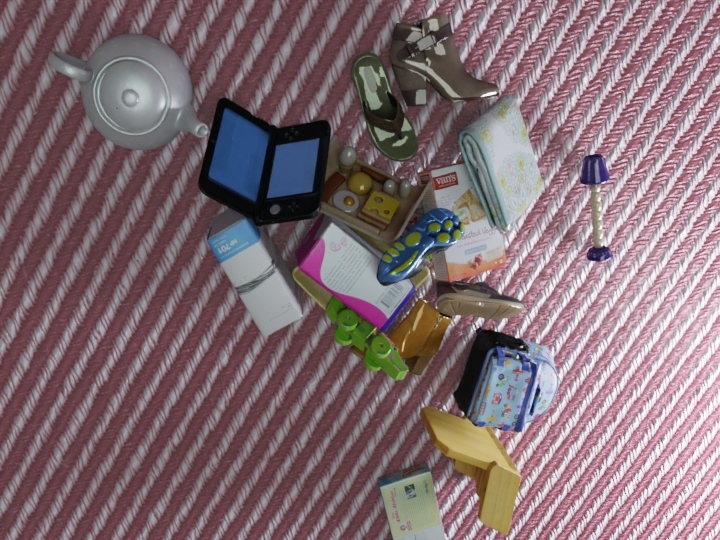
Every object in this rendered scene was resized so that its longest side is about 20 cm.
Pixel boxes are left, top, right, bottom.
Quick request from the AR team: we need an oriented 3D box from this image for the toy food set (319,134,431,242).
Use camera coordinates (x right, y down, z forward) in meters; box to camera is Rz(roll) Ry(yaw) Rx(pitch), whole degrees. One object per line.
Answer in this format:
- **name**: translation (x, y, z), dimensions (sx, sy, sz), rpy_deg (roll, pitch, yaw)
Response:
- **toy food set**: translation (0.010, -0.146, 1.255), dimensions (0.196, 0.145, 0.061), rpy_deg (25, 145, 10)

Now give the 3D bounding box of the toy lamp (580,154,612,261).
- **toy lamp**: translation (0.459, -0.122, 1.409), dimensions (0.057, 0.058, 0.205), rpy_deg (-13, 108, -5)

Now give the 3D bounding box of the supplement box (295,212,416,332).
- **supplement box**: translation (-0.011, -0.001, 1.295), dimensions (0.198, 0.104, 0.102), rpy_deg (37, 99, -19)

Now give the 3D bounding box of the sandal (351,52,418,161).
- **sandal**: translation (0.040, -0.284, 1.290), dimensions (0.078, 0.057, 0.204), rpy_deg (-28, 109, 0)

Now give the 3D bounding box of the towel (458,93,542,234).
- **towel**: translation (0.258, -0.193, 1.315), dimensions (0.171, 0.047, 0.204), rpy_deg (-42, 118, -42)

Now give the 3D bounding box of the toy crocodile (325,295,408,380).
- **toy crocodile**: translation (0.010, 0.121, 1.316), dimensions (0.199, 0.068, 0.062), rpy_deg (39, 57, 18)

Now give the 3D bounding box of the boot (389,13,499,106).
- **boot**: translation (0.148, -0.372, 1.277), dimensions (0.194, 0.070, 0.151), rpy_deg (-8, 106, -7)

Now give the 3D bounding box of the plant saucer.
- **plant saucer**: translation (0.000, 0.000, 1.376), dimensions (0.200, 0.049, 0.200), rpy_deg (-43, 108, 5)

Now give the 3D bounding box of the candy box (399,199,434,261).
- **candy box**: translation (0.135, -0.076, 1.358), dimensions (0.196, 0.026, 0.105), rpy_deg (25, 80, -24)

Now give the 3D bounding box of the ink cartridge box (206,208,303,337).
- **ink cartridge box**: translation (-0.185, -0.008, 1.290), dimensions (0.084, 0.147, 0.203), rpy_deg (-26, 109, 2)

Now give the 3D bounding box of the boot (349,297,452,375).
- **boot**: translation (0.081, 0.118, 1.399), dimensions (0.198, 0.071, 0.147), rpy_deg (17, 103, -37)

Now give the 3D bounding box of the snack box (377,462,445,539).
- **snack box**: translation (0.113, 0.523, 1.559), dimensions (0.113, 0.037, 0.205), rpy_deg (-15, 109, -5)

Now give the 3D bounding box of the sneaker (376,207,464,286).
- **sneaker**: translation (0.099, -0.040, 1.244), dimensions (0.198, 0.083, 0.071), rpy_deg (-36, 84, -25)

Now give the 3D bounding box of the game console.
- **game console**: translation (-0.152, -0.190, 1.199), dimensions (0.171, 0.205, 0.117), rpy_deg (-6, 148, 18)

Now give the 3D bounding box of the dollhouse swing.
- **dollhouse swing**: translation (0.199, 0.393, 1.446), dimensions (0.171, 0.200, 0.187), rpy_deg (6, 106, -12)

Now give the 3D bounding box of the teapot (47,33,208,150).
- **teapot**: translation (-0.369, -0.287, 1.177), dimensions (0.195, 0.146, 0.202), rpy_deg (-21, 109, -1)

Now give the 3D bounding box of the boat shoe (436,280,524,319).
- **boat shoe**: translation (0.234, 0.053, 1.420), dimensions (0.195, 0.066, 0.072), rpy_deg (5, 151, -22)

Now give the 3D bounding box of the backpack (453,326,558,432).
- **backpack**: translation (0.308, 0.230, 1.452), dimensions (0.195, 0.135, 0.187), rpy_deg (14, 105, -16)

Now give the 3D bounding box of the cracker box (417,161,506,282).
- **cracker box**: translation (0.188, -0.094, 1.336), dimensions (0.131, 0.057, 0.206), rpy_deg (-15, 98, -23)
